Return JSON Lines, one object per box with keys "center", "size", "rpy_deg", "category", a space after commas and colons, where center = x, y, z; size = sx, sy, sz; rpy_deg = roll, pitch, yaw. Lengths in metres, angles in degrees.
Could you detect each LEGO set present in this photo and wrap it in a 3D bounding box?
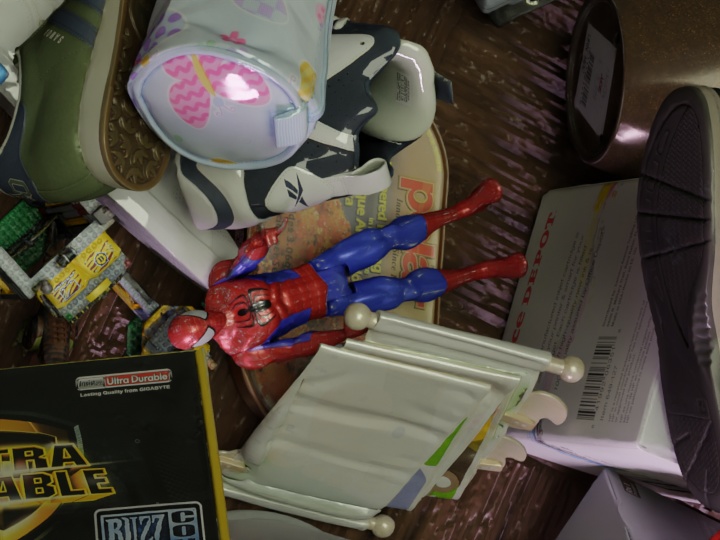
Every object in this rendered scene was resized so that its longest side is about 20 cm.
{"center": [-0.162, 0.047, 1.217], "size": [0.200, 0.116, 0.154], "rpy_deg": [-35, 100, -16], "category": "LEGO set"}

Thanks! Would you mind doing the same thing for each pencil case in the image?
{"center": [-0.045, -0.141, 1.169], "size": [0.091, 0.083, 0.200], "rpy_deg": [19, 51, -5], "category": "pencil case"}

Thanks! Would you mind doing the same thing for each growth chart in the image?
{"center": [0.012, 0.082, 1.254], "size": [0.145, 0.200, 0.018], "rpy_deg": [20, 49, -22], "category": "growth chart"}

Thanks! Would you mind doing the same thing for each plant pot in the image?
{"center": [0.219, -0.099, 1.323], "size": [0.200, 0.187, 0.187], "rpy_deg": [2, 89, -14], "category": "plant pot"}

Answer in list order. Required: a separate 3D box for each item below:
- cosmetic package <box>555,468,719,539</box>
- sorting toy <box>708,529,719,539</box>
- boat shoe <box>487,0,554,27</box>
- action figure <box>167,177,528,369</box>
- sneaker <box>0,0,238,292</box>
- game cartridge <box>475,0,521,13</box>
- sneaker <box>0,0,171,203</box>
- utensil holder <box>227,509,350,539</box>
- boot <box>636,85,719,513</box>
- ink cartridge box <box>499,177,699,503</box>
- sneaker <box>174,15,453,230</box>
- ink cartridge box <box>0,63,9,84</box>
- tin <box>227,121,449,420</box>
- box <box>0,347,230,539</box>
{"center": [0.117, 0.216, 1.277], "size": [0.090, 0.107, 0.200], "rpy_deg": [29, 111, -17], "category": "cosmetic package"}
{"center": [0.261, 0.131, 1.157], "size": [0.199, 0.200, 0.070], "rpy_deg": [9, 45, -40], "category": "sorting toy"}
{"center": [0.152, -0.183, 1.358], "size": [0.201, 0.072, 0.066], "rpy_deg": [-16, 100, -13], "category": "boat shoe"}
{"center": [0.000, 0.000, 1.237], "size": [0.200, 0.099, 0.065], "rpy_deg": [-19, 86, -24], "category": "action figure"}
{"center": [-0.107, -0.089, 1.263], "size": [0.116, 0.074, 0.200], "rpy_deg": [-45, 101, -11], "category": "sneaker"}
{"center": [0.077, -0.248, 1.311], "size": [0.133, 0.041, 0.200], "rpy_deg": [-25, 77, -15], "category": "game cartridge"}
{"center": [-0.131, -0.116, 1.193], "size": [0.067, 0.090, 0.200], "rpy_deg": [44, 43, -41], "category": "sneaker"}
{"center": [-0.033, 0.211, 1.216], "size": [0.170, 0.200, 0.170], "rpy_deg": [0, 90, -19], "category": "utensil holder"}
{"center": [0.215, 0.004, 1.159], "size": [0.150, 0.073, 0.200], "rpy_deg": [-10, 96, -19], "category": "boot"}
{"center": [0.178, 0.042, 1.292], "size": [0.145, 0.200, 0.147], "rpy_deg": [20, 83, -20], "category": "ink cartridge box"}
{"center": [-0.013, -0.107, 1.239], "size": [0.129, 0.080, 0.199], "rpy_deg": [-2, 45, 14], "category": "sneaker"}
{"center": [-0.270, -0.140, 1.184], "size": [0.200, 0.116, 0.068], "rpy_deg": [47, 75, -13], "category": "ink cartridge box"}
{"center": [-0.012, -0.005, 1.313], "size": [0.112, 0.042, 0.200], "rpy_deg": [6, 87, -15], "category": "tin"}
{"center": [-0.160, 0.119, 1.107], "size": [0.200, 0.049, 0.160], "rpy_deg": [-5, 52, -6], "category": "box"}
